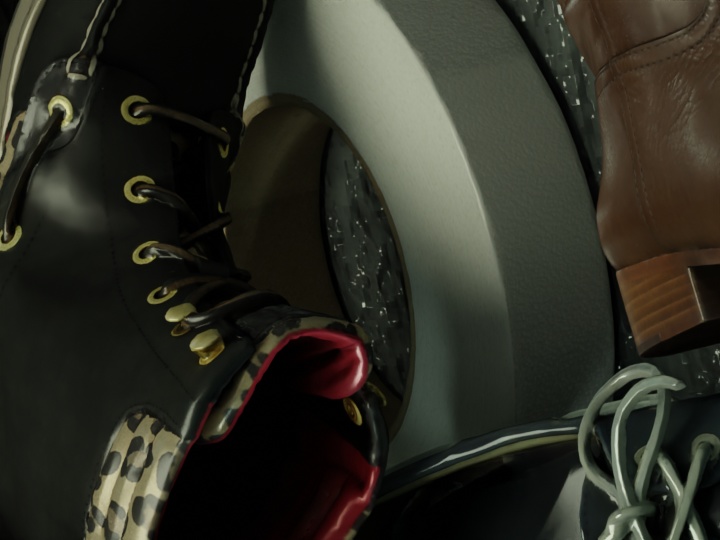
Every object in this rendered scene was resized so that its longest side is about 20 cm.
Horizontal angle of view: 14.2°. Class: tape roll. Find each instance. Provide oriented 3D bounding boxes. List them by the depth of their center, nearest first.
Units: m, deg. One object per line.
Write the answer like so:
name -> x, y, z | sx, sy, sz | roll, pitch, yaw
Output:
tape roll -> 0.000, 0.000, 0.828 | 0.203, 0.037, 0.203 | 32, 130, 49

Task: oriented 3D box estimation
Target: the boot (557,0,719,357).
boot -> 0.080, -0.097, 0.632 | 0.186, 0.064, 0.200 | -32, 71, 57

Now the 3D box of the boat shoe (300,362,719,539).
boat shoe -> 0.067, 0.061, 0.678 | 0.200, 0.062, 0.075 | -7, 77, 45

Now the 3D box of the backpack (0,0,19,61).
backpack -> -0.156, -0.098, 0.899 | 0.200, 0.126, 0.167 | -119, 11, -57

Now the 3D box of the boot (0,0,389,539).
boot -> -0.045, -0.004, 0.738 | 0.151, 0.073, 0.200 | 34, 99, 52
